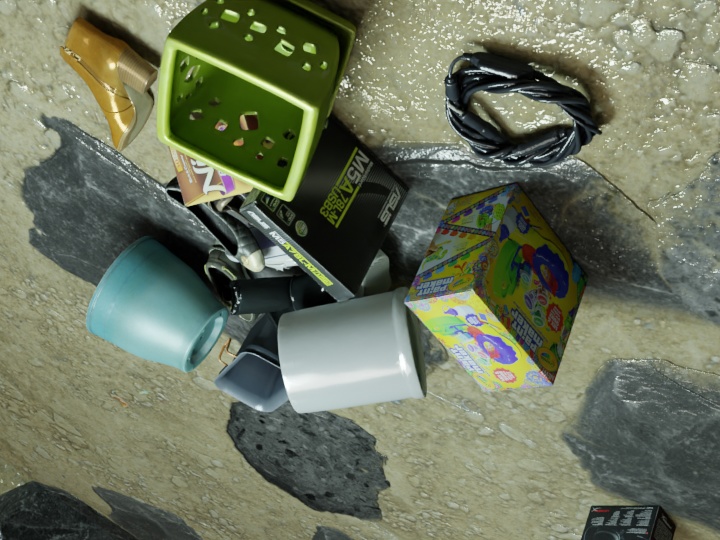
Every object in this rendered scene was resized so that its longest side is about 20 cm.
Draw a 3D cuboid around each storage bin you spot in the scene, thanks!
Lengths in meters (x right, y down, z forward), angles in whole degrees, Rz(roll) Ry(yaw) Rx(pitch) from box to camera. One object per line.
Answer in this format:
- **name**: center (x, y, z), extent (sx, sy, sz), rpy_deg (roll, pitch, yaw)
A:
- **storage bin**: center (-0.170, 0.145, 1.900), extent (0.145, 0.135, 0.200), rpy_deg (30, 146, -12)

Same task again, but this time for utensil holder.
- **utensil holder**: center (-0.010, 0.126, 1.616), extent (0.199, 0.171, 0.170), rpy_deg (-11, 137, 9)

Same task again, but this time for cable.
- **cable**: center (0.194, -0.183, 1.284), extent (0.199, 0.051, 0.164), rpy_deg (18, 146, 13)

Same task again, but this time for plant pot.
- **plant pot**: center (-0.121, -0.239, 1.307), extent (0.199, 0.182, 0.199), rpy_deg (26, 146, 1)
- **plant pot**: center (-0.340, 0.073, 1.837), extent (0.187, 0.200, 0.200), rpy_deg (31, 148, 11)

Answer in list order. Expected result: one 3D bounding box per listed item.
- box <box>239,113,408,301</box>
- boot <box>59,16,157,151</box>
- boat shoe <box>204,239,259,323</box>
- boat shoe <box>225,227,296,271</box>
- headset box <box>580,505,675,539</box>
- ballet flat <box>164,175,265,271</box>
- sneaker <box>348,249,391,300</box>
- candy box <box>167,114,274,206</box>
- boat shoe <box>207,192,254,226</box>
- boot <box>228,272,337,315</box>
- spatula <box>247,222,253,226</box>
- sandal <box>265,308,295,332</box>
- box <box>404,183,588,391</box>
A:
- **box**: center (-0.044, -0.095, 1.432), extent (0.193, 0.201, 0.047), rpy_deg (42, 146, -20)
- **boot**: center (-0.378, -0.275, 1.551), extent (0.144, 0.071, 0.201), rpy_deg (34, 143, 0)
- **boat shoe**: center (-0.224, 0.030, 1.852), extent (0.072, 0.060, 0.202), rpy_deg (11, 143, 23)
- **boat shoe**: center (-0.132, -0.029, 1.697), extent (0.199, 0.074, 0.066), rpy_deg (-3, 133, 39)
- **headset box**: center (0.473, 0.534, 1.924), extent (0.148, 0.201, 0.077), rpy_deg (-14, 129, 44)
- **ballet flat**: center (-0.227, -0.069, 1.649), extent (0.200, 0.057, 0.066), rpy_deg (45, 138, 3)
- **sneaker**: center (0.000, 0.000, 1.667), extent (0.082, 0.074, 0.200), rpy_deg (50, 158, 20)
- **candy box**: center (-0.191, -0.164, 1.491), extent (0.199, 0.056, 0.117), rpy_deg (-8, 101, 49)
- **boat shoe**: center (-0.201, -0.128, 1.610), extent (0.199, 0.074, 0.075), rpy_deg (28, 146, -2)
- **boot**: center (-0.126, 0.033, 1.698), extent (0.161, 0.074, 0.198), rpy_deg (0, 170, -12)
- **spatula**: center (-0.201, -0.105, 1.677), extent (0.199, 0.057, 0.021), rpy_deg (29, 114, 11)
- **sandal**: center (-0.102, 0.109, 1.801), extent (0.201, 0.075, 0.048), rpy_deg (52, 155, 11)
- **box**: center (0.190, 0.027, 1.441), extent (0.122, 0.193, 0.200), rpy_deg (-12, 131, 43)
